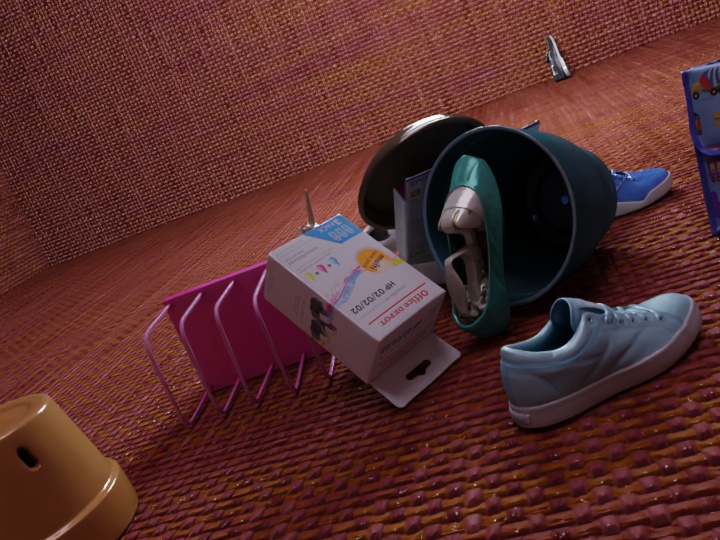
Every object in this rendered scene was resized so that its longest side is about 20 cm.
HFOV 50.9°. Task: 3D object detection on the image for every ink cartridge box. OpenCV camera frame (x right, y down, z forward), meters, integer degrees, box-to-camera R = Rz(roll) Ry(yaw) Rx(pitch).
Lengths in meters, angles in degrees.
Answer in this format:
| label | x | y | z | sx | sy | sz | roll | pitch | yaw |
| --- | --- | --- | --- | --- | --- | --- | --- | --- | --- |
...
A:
| label | x | y | z | sx | sy | sz | roll | pitch | yaw |
| --- | --- | --- | --- | --- | --- | --- | --- | --- | --- |
| ink cartridge box | 0.137 | -0.109 | 1.014 | 0.194 | 0.201 | 0.044 | -24 | 59 | -11 |
| ink cartridge box | 0.007 | 0.037 | 0.796 | 0.199 | 0.068 | 0.115 | 37 | 47 | 24 |

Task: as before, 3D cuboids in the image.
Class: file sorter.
| label | x | y | z | sx | sy | sz | roll | pitch | yaw |
| --- | --- | --- | --- | --- | --- | --- | --- | --- | --- |
| file sorter | -0.139 | 0.086 | 0.924 | 0.198 | 0.140 | 0.126 | -19 | 18 | 10 |

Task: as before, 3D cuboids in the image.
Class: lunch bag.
| label | x | y | z | sx | sy | sz | roll | pitch | yaw |
| --- | --- | --- | --- | --- | --- | --- | --- | --- | --- |
| lunch bag | 0.436 | -0.152 | 0.795 | 0.149 | 0.202 | 0.094 | -6 | 20 | 47 |

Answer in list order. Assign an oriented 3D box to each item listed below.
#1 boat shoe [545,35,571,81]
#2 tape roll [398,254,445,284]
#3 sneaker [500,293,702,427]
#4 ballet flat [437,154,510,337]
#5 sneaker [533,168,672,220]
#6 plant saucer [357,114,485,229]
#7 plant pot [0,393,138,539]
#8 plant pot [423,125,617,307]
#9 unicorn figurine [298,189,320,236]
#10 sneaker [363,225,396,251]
| label | x | y | z | sx | sy | sz | roll | pitch | yaw |
| --- | --- | --- | --- | --- | --- | --- | --- | --- | --- |
| boat shoe | 0.686 | -0.749 | 2.681 | 0.060 | 0.074 | 0.202 | -27 | 56 | 23 |
| tape roll | 0.153 | -0.037 | 1.130 | 0.200 | 0.037 | 0.203 | -21 | 14 | 5 |
| sneaker | 0.204 | 0.053 | 0.639 | 0.198 | 0.083 | 0.074 | -27 | 16 | -19 |
| ballet flat | 0.118 | -0.028 | 0.813 | 0.070 | 0.203 | 0.067 | -4 | -5 | -45 |
| sneaker | 0.329 | -0.131 | 1.056 | 0.197 | 0.112 | 0.077 | -20 | 14 | 7 |
| plant saucer | 0.080 | -0.131 | 0.996 | 0.198 | 0.030 | 0.201 | -24 | -29 | -14 |
| plant pot | -0.339 | 0.216 | 0.742 | 0.198 | 0.142 | 0.200 | -20 | 14 | 5 |
| plant pot | 0.208 | -0.076 | 0.910 | 0.198 | 0.203 | 0.187 | -8 | 5 | 43 |
| unicorn figurine | 0.000 | 0.000 | 0.966 | 0.136 | 0.200 | 0.074 | 27 | 77 | 31 |
| sneaker | 0.074 | -0.079 | 1.120 | 0.199 | 0.076 | 0.088 | -36 | -15 | 35 |
